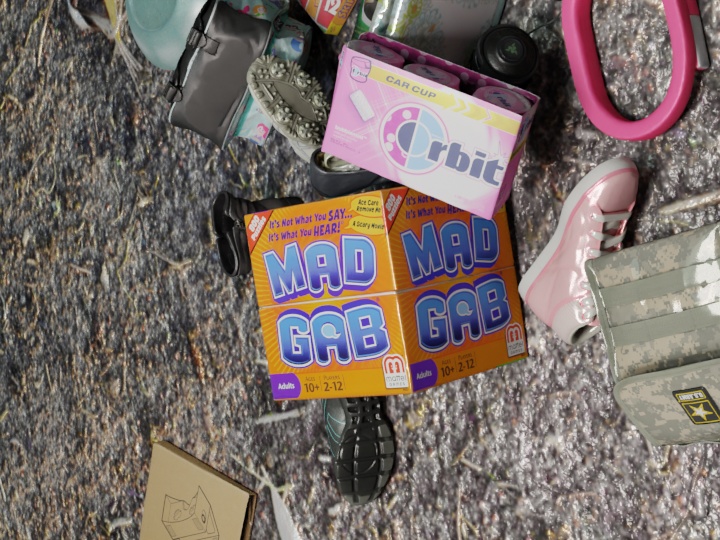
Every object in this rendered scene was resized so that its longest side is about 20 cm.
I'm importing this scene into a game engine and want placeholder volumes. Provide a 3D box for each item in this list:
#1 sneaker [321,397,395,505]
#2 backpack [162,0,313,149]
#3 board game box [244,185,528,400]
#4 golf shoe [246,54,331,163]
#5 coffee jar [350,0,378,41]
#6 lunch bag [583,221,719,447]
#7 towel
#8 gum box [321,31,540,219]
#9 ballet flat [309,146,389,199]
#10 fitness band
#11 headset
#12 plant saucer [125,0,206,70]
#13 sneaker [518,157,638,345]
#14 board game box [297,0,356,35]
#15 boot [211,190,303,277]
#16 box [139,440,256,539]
[{"bbox_3d":[-0.006,0.170,1.809,0.079,0.075,0.202,-165,71,-70],"label":"sneaker"},{"bbox_3d":[-0.141,-0.253,1.841,0.200,0.149,0.179,-92,25,-62],"label":"backpack"},{"bbox_3d":[0.028,0.017,1.644,0.199,0.199,0.202,-8,93,42],"label":"board game box"},{"bbox_3d":[-0.066,-0.160,1.770,0.097,0.200,0.079,-10,43,54],"label":"golf shoe"},{"bbox_3d":[0.043,-0.268,1.712,0.104,0.085,0.202,28,112,37],"label":"coffee jar"},{"bbox_3d":[0.316,0.064,1.437,0.163,0.117,0.202,-17,86,44],"label":"lunch bag"},{"bbox_3d":[0.088,-0.297,1.606,0.048,0.170,0.202,31,113,36],"label":"towel"},{"bbox_3d":[0.062,-0.146,1.530,0.199,0.066,0.114,23,120,13],"label":"gum box"},{"bbox_3d":[0.035,-0.131,1.677,0.198,0.073,0.074,-16,80,12],"label":"ballet flat"},{"bbox_3d":[0.265,-0.227,1.526,0.143,0.037,0.202,-20,77,44],"label":"fitness band"},{"bbox_3d":[0.137,-0.222,1.600,0.094,0.124,0.200,40,90,2],"label":"headset"},{"bbox_3d":[-0.258,-0.365,2.043,0.200,0.038,0.203,2,93,44],"label":"plant saucer"},{"bbox_3d":[0.237,-0.010,1.537,0.105,0.075,0.201,56,135,33],"label":"sneaker"},{"bbox_3d":[-0.013,-0.383,1.807,0.096,0.030,0.201,52,123,30],"label":"board game box"},{"bbox_3d":[-0.108,0.003,1.844,0.070,0.131,0.201,-37,66,38],"label":"boot"},{"bbox_3d":[-0.218,0.333,2.048,0.199,0.021,0.165,22,107,43],"label":"box"}]
